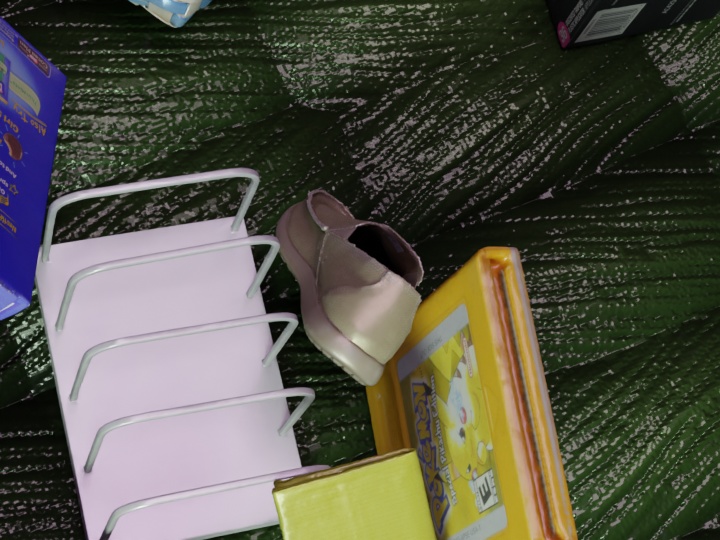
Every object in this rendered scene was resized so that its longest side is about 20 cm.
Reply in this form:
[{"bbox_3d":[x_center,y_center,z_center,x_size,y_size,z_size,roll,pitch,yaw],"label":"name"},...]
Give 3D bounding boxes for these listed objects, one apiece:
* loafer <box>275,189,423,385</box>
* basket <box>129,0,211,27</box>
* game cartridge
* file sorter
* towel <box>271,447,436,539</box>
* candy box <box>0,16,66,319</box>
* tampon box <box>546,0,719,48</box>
[{"bbox_3d":[0.000,0.000,1.101,0.068,0.200,0.076,-42,116,11],"label":"loafer"},{"bbox_3d":[-0.123,-0.275,1.152,0.176,0.200,0.139,31,35,-1],"label":"basket"},{"bbox_3d":[0.056,0.102,1.060,0.032,0.200,0.177,-2,71,-23],"label":"game cartridge"},{"bbox_3d":[-0.108,0.052,1.082,0.138,0.125,0.200,-9,73,-16],"label":"file sorter"},{"bbox_3d":[0.010,0.196,1.042,0.086,0.018,0.200,-16,115,-6],"label":"towel"},{"bbox_3d":[-0.260,-0.083,1.042,0.169,0.077,0.200,44,30,-35],"label":"candy box"},{"bbox_3d":[0.186,-0.283,1.254,0.126,0.150,0.200,-13,74,-18],"label":"tampon box"}]
